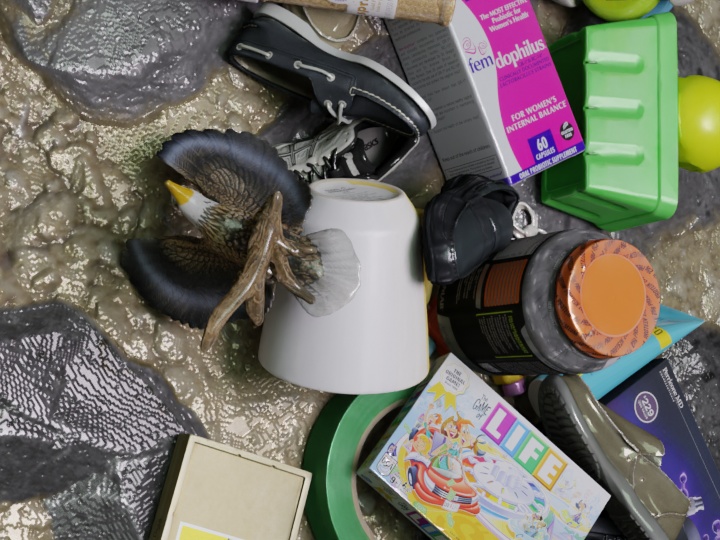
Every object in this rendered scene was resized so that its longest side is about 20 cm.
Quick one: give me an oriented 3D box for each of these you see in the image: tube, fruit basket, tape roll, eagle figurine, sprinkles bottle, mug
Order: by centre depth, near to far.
[{"bbox_3d":[-0.105,-0.030,1.220,0.151,0.200,0.152,-24,107,-17],"label":"eagle figurine"},{"bbox_3d":[-0.008,0.001,1.310,0.147,0.187,0.155,4,107,1],"label":"mug"},{"bbox_3d":[-0.015,-0.258,1.330,0.197,0.068,0.069,7,80,-3],"label":"sprinkles bottle"},{"bbox_3d":[0.043,0.190,1.389,0.198,0.048,0.203,3,83,-30],"label":"tape roll"},{"bbox_3d":[0.248,0.084,1.501,0.199,0.077,0.051,-31,130,-34],"label":"tube"},{"bbox_3d":[0.289,-0.145,1.508,0.213,0.155,0.218,3,83,-23],"label":"fruit basket"}]

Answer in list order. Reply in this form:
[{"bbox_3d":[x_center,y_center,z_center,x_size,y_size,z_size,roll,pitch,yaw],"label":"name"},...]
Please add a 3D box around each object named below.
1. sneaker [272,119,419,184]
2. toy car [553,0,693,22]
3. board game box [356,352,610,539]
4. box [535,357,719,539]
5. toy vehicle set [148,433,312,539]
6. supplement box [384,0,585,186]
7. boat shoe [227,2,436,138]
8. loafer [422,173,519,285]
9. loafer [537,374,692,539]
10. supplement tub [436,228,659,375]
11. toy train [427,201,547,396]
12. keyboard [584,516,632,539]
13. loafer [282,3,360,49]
[{"bbox_3d":[-0.033,-0.091,1.353,0.199,0.087,0.076,-36,104,-27],"label":"sneaker"},{"bbox_3d":[0.278,-0.336,1.542,0.150,0.173,0.203,30,65,-63],"label":"toy car"},{"bbox_3d":[0.111,0.190,1.358,0.200,0.034,0.135,41,65,-7],"label":"board game box"},{"bbox_3d":[0.276,0.209,1.509,0.141,0.079,0.202,-32,101,-32],"label":"box"},{"bbox_3d":[-0.122,0.252,1.296,0.123,0.026,0.202,22,74,-27],"label":"toy vehicle set"},{"bbox_3d":[0.115,-0.181,1.443,0.101,0.103,0.202,-26,96,-29],"label":"supplement box"},{"bbox_3d":[-0.026,-0.160,1.336,0.199,0.076,0.061,31,73,23],"label":"boat shoe"},{"bbox_3d":[0.096,-0.040,1.310,0.201,0.070,0.069,-55,142,-66],"label":"loafer"},{"bbox_3d":[0.236,0.168,1.408,0.069,0.075,0.201,-39,103,-18],"label":"loafer"},{"bbox_3d":[0.162,0.030,1.331,0.121,0.199,0.124,2,86,-27],"label":"supplement tub"},{"bbox_3d":[0.144,0.031,1.462,0.151,0.055,0.200,50,64,-17],"label":"toy train"},{"bbox_3d":[0.178,0.272,1.394,0.198,0.040,0.105,10,85,-22],"label":"keyboard"},{"bbox_3d":[-0.021,-0.296,1.393,0.075,0.068,0.203,13,78,-29],"label":"loafer"}]
